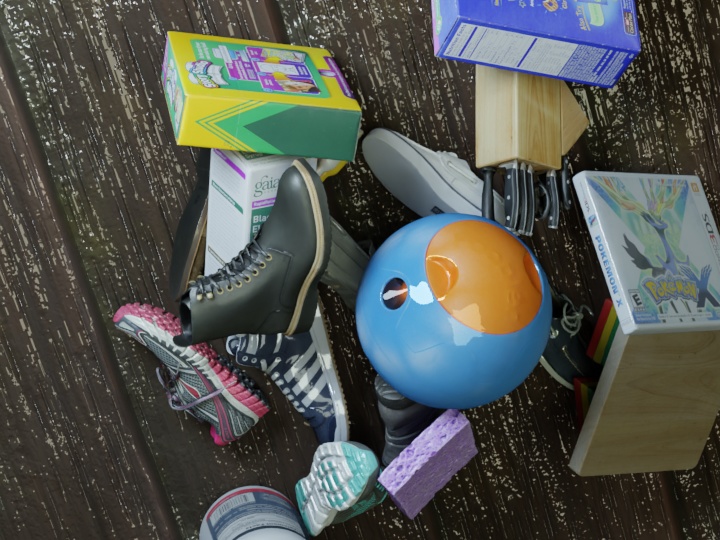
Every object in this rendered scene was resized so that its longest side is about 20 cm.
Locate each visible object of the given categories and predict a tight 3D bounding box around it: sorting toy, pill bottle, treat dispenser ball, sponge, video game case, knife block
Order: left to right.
[{"bbox_3d":[-0.104,0.321,1.749,0.119,0.200,0.120,-3,105,-12],"label":"pill bottle"},{"bbox_3d":[0.076,0.211,1.771,0.112,0.200,0.030,-44,74,-6],"label":"sponge"},{"bbox_3d":[0.095,0.042,1.662,0.201,0.201,0.201,-3,105,-12],"label":"treat dispenser ball"},{"bbox_3d":[0.158,-0.140,1.720,0.176,0.064,0.200,-48,114,-36],"label":"knife block"},{"bbox_3d":[0.322,0.124,1.829,0.200,0.070,0.199,2,112,-39],"label":"sorting toy"},{"bbox_3d":[0.328,-0.020,1.762,0.200,0.022,0.182,-1,68,-41],"label":"video game case"}]

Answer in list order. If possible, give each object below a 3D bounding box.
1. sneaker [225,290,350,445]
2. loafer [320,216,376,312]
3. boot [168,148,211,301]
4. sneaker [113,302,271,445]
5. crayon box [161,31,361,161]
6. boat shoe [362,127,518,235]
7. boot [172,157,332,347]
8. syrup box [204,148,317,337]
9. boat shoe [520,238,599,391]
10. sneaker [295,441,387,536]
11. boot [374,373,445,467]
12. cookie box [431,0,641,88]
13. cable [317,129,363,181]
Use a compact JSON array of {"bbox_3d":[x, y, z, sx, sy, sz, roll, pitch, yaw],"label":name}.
[{"bbox_3d":[-0.081,0.116,1.770,0.108,0.070,0.200,-15,100,-14],"label":"sneaker"},{"bbox_3d":[0.000,0.000,1.758,0.200,0.070,0.070,40,67,-34],"label":"loafer"},{"bbox_3d":[-0.147,-0.055,1.717,0.075,0.074,0.200,16,98,-26],"label":"boot"},{"bbox_3d":[-0.187,0.110,1.741,0.075,0.081,0.200,-46,109,3],"label":"sneaker"},{"bbox_3d":[-0.103,-0.175,1.622,0.172,0.200,0.058,4,114,-13],"label":"crayon box"},{"bbox_3d":[0.092,-0.095,1.761,0.200,0.072,0.066,37,59,-4],"label":"boat shoe"},{"bbox_3d":[-0.108,-0.007,1.571,0.138,0.077,0.200,-10,127,-24],"label":"boot"},{"bbox_3d":[-0.104,-0.041,1.659,0.079,0.081,0.200,-15,129,-30],"label":"syrup box"},{"bbox_3d":[0.213,0.049,1.818,0.062,0.075,0.200,-30,103,27],"label":"boat shoe"},{"bbox_3d":[-0.006,0.226,1.773,0.091,0.200,0.078,-13,74,-22],"label":"sneaker"},{"bbox_3d":[0.088,0.124,1.814,0.200,0.070,0.132,-35,140,-27],"label":"boot"},{"bbox_3d":[0.176,-0.288,1.677,0.200,0.075,0.171,9,57,-15],"label":"cookie box"},{"bbox_3d":[-0.070,-0.082,1.720,0.200,0.050,0.097,-60,153,2],"label":"cable"}]
